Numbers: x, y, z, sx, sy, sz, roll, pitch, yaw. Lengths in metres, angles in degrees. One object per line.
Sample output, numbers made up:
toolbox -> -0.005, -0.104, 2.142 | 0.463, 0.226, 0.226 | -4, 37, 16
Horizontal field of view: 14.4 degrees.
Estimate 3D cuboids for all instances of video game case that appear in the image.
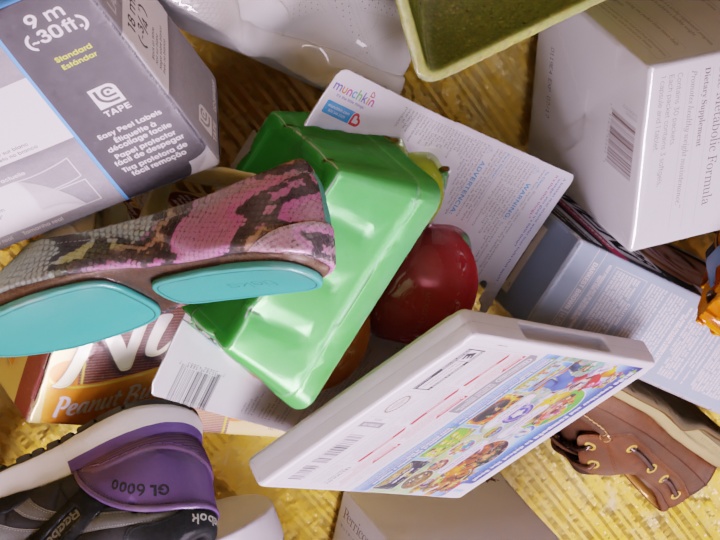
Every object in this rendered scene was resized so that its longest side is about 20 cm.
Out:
video game case -> 0.051, 0.072, 1.460 | 0.143, 0.018, 0.200 | -36, 157, 23

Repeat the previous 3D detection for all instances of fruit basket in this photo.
fruit basket -> 0.000, 0.000, 1.431 | 0.200, 0.094, 0.186 | 16, 109, -54

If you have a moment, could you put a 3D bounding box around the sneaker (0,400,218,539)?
sneaker -> -0.160, 0.146, 1.437 | 0.199, 0.088, 0.076 | -30, 149, 23

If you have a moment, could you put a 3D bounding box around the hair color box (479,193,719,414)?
hair color box -> 0.147, 0.014, 1.580 | 0.199, 0.099, 0.061 | 24, 105, -40

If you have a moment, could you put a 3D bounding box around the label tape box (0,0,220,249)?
label tape box -> -0.173, -0.105, 1.288 | 0.144, 0.064, 0.200 | -20, 135, 17

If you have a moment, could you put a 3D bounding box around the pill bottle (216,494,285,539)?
pill bottle -> -0.057, 0.230, 1.551 | 0.112, 0.112, 0.201 | -22, 101, -18

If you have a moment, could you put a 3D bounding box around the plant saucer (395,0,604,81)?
plant saucer -> 0.078, -0.223, 1.393 | 0.199, 0.048, 0.201 | -27, 118, -18

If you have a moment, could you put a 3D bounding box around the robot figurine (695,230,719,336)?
robot figurine -> 0.246, 0.006, 1.569 | 0.145, 0.200, 0.058 | 42, 119, -6

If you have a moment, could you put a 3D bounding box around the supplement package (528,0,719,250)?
supplement package -> 0.205, -0.103, 1.521 | 0.199, 0.110, 0.114 | -14, 126, -24

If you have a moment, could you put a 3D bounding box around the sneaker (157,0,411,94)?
sneaker -> -0.046, -0.148, 1.383 | 0.199, 0.075, 0.089 | 22, 93, -44

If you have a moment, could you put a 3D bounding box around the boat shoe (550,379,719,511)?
boat shoe -> 0.143, 0.089, 1.645 | 0.200, 0.072, 0.068 | 30, 99, -44

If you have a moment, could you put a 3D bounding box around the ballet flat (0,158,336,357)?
ballet flat -> -0.100, -0.011, 1.343 | 0.199, 0.072, 0.069 | -13, 154, 26

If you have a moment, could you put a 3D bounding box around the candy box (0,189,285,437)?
candy box -> -0.079, 0.022, 1.474 | 0.199, 0.055, 0.116 | 6, 115, -33

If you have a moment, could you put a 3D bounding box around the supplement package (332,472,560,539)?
supplement package -> 0.040, 0.232, 1.649 | 0.109, 0.114, 0.201 | -4, 121, -31
